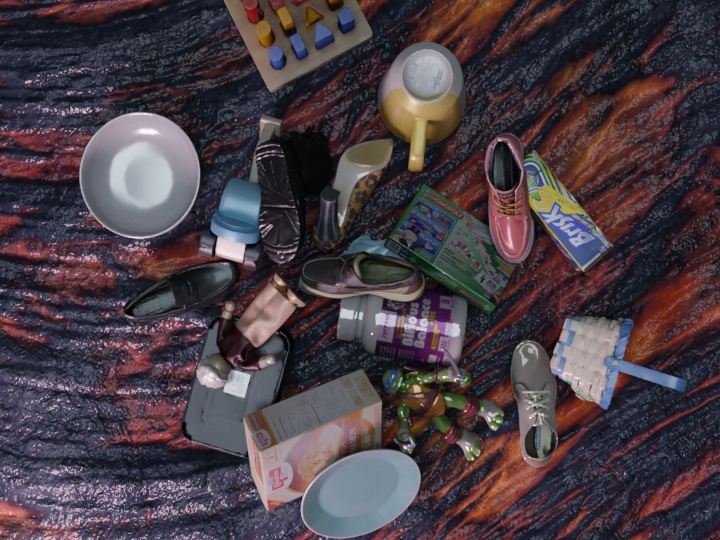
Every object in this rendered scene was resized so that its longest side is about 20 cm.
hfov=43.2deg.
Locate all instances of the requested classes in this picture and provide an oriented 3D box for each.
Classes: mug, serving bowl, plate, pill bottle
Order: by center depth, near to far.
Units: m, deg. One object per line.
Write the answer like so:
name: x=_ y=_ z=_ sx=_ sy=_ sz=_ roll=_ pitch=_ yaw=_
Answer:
plate: x=-0.001 y=0.342 z=1.417 sx=0.198 sy=0.202 sz=0.026 roll=-26 pitch=42 yaw=-1
mug: x=0.108 y=-0.271 z=1.436 sx=0.147 sy=0.153 sz=0.189 roll=-25 pitch=87 yaw=-1
pill bottle: x=0.064 y=0.082 z=1.438 sx=0.196 sy=0.112 sz=0.115 roll=8 pitch=87 yaw=2
serving bowl: x=-0.352 y=-0.151 z=1.484 sx=0.196 sy=0.066 sz=0.204 roll=0 pitch=87 yaw=1

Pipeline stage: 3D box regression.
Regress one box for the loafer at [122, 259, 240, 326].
loafer: x=-0.289 y=0.037 z=1.470 sx=0.198 sy=0.070 sz=0.069 roll=-23 pitch=87 yaw=0

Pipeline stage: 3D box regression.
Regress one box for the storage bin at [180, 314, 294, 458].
storage bin: x=-0.193 y=0.181 z=1.449 sx=0.133 sy=0.094 sz=0.204 roll=15 pitch=88 yaw=2

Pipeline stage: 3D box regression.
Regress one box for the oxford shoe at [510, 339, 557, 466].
oxford shoe: x=0.281 y=0.212 z=1.455 sx=0.074 sy=0.058 sz=0.204 roll=-3 pitch=85 yaw=4

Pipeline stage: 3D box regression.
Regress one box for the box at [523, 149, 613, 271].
box: x=0.314 y=-0.094 z=1.462 sx=0.064 sy=0.070 sz=0.201 roll=-40 pitch=87 yaw=4

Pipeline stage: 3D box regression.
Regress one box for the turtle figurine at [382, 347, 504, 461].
turtle figurine: x=0.126 y=0.223 z=1.392 sx=0.192 sy=0.199 sz=0.146 roll=28 pitch=72 yaw=-20

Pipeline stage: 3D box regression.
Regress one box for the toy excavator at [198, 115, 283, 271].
toy excavator: x=-0.172 y=-0.128 z=1.453 sx=0.098 sy=0.195 sz=0.203 roll=17 pitch=115 yaw=2

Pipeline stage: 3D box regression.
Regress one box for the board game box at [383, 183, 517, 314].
board game box: x=0.151 y=-0.036 z=1.449 sx=0.198 sy=0.029 sz=0.135 roll=33 pitch=52 yaw=3

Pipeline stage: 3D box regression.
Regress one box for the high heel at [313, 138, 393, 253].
high heel: x=-0.011 y=-0.123 z=1.489 sx=0.071 sy=0.144 sz=0.200 roll=30 pitch=54 yaw=18

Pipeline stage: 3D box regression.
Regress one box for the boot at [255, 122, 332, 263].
boot: x=-0.099 y=-0.125 z=1.432 sx=0.072 sy=0.162 sz=0.202 roll=-2 pitch=102 yaw=23

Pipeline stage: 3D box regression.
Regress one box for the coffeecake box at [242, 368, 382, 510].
coffeecake box: x=-0.069 y=0.257 z=1.381 sx=0.197 sy=0.155 sz=0.073 roll=-20 pitch=47 yaw=-18

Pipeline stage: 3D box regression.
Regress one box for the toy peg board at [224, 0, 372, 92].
toy peg board: x=-0.110 y=-0.433 z=1.477 sx=0.198 sy=0.098 sz=0.202 roll=-27 pitch=87 yaw=0

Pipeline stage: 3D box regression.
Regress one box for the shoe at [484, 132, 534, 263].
shoe: x=0.224 y=-0.108 z=1.396 sx=0.070 sy=0.091 sz=0.204 roll=-3 pitch=98 yaw=16

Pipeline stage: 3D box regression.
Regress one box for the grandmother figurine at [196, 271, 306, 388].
grandmother figurine: x=-0.171 y=0.102 z=1.382 sx=0.200 sy=0.061 sz=0.121 roll=-45 pitch=59 yaw=2

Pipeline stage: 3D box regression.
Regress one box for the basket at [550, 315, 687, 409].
basket: x=0.401 y=0.146 z=1.401 sx=0.197 sy=0.176 sz=0.142 roll=13 pitch=86 yaw=21

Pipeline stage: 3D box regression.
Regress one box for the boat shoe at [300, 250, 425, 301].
boat shoe: x=0.000 y=0.001 z=1.387 sx=0.197 sy=0.066 sz=0.073 roll=6 pitch=59 yaw=13

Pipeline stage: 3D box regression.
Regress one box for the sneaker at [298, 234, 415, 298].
sneaker: x=-0.005 y=-0.012 z=1.477 sx=0.196 sy=0.074 sz=0.083 roll=-10 pitch=57 yaw=5
